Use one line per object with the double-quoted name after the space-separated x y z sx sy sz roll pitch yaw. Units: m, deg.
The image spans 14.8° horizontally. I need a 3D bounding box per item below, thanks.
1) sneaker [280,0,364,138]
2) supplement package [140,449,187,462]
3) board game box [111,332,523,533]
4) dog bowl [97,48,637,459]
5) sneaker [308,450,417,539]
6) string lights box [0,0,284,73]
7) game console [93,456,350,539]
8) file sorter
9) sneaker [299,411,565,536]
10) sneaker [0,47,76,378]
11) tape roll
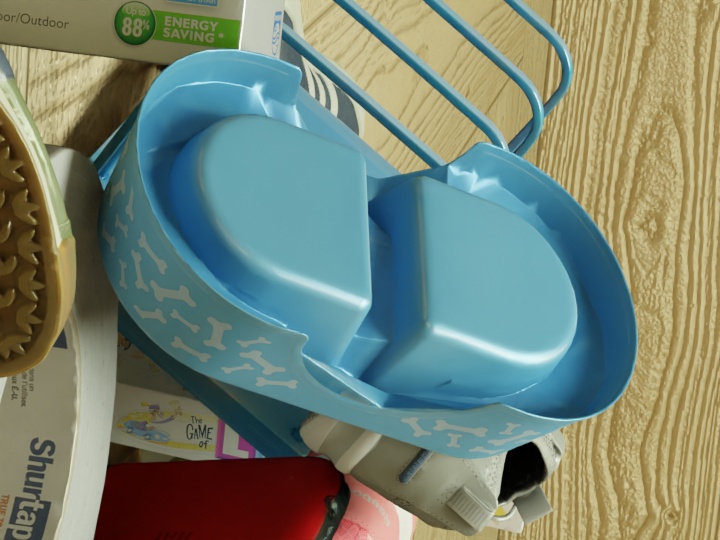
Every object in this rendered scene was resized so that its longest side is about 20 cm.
-0.050 -0.071 1.309 0.200 0.074 0.085 53 44 -65 "sneaker"
-0.041 0.133 1.233 0.200 0.113 0.110 -97 -176 -61 "supplement package"
-0.015 0.036 1.186 0.135 0.199 0.034 -71 172 -52 "board game box"
0.000 0.000 0.933 0.050 0.199 0.112 -43 -142 41 "dog bowl"
-0.053 0.157 1.080 0.201 0.074 0.087 -56 -175 17 "sneaker"
-0.072 -0.174 0.958 0.059 0.102 0.201 -27 123 -75 "string lights box"
-0.091 0.176 0.999 0.119 0.171 0.200 65 35 -32 "game console"
-0.014 -0.048 1.105 0.123 0.139 0.200 -47 -176 34 "file sorter"
0.041 0.066 1.045 0.075 0.082 0.200 -48 169 18 "sneaker"
-0.120 -0.074 0.748 0.090 0.067 0.201 -75 150 -50 "sneaker"
-0.134 0.056 0.883 0.200 0.066 0.202 7 90 -81 "tape roll"
